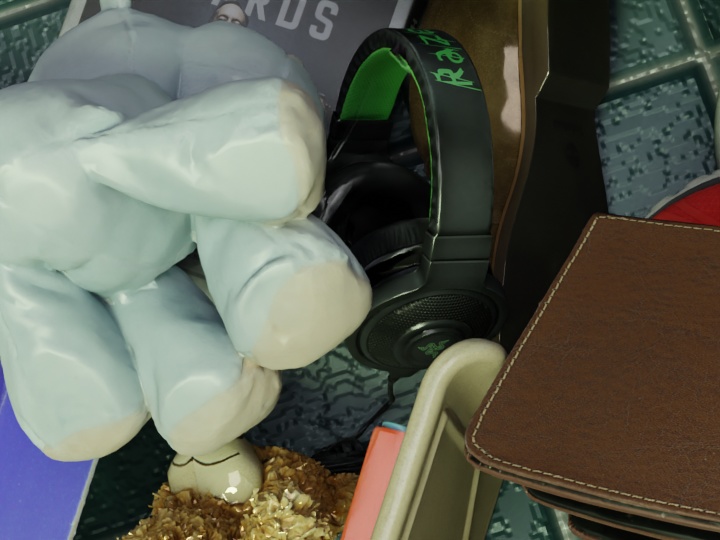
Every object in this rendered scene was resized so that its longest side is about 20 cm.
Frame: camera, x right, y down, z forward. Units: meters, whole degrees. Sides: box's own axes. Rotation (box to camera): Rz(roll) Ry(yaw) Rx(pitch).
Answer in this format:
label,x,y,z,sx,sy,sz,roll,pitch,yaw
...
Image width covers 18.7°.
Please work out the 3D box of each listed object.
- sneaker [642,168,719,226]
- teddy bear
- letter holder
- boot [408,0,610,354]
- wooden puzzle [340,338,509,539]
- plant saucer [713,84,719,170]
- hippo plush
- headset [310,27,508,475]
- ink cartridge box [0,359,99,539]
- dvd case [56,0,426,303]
label,x,y,z,sx,sy,sz,roll,pitch,yaw
sneaker,0.169,-0.012,0.872,0.200,0.085,0.077,-28,87,30
teddy bear,-0.075,0.120,0.808,0.067,0.145,0.200,50,57,-3
letter holder,0.155,0.070,0.759,0.200,0.101,0.142,7,42,29
boot,0.060,-0.036,0.940,0.075,0.074,0.200,-3,78,35
wooden puzzle,0.012,0.131,0.833,0.037,0.185,0.200,21,80,15
plant saucer,0.251,-0.063,0.922,0.200,0.050,0.200,-2,76,7
hippo plush,-0.091,-0.026,0.849,0.200,0.161,0.159,7,112,0
headset,0.000,0.000,0.884,0.094,0.124,0.200,-2,116,-20
ink cartridge box,-0.191,0.016,0.895,0.200,0.043,0.198,6,53,9
dvd case,-0.061,-0.088,0.962,0.150,0.025,0.200,19,89,11
